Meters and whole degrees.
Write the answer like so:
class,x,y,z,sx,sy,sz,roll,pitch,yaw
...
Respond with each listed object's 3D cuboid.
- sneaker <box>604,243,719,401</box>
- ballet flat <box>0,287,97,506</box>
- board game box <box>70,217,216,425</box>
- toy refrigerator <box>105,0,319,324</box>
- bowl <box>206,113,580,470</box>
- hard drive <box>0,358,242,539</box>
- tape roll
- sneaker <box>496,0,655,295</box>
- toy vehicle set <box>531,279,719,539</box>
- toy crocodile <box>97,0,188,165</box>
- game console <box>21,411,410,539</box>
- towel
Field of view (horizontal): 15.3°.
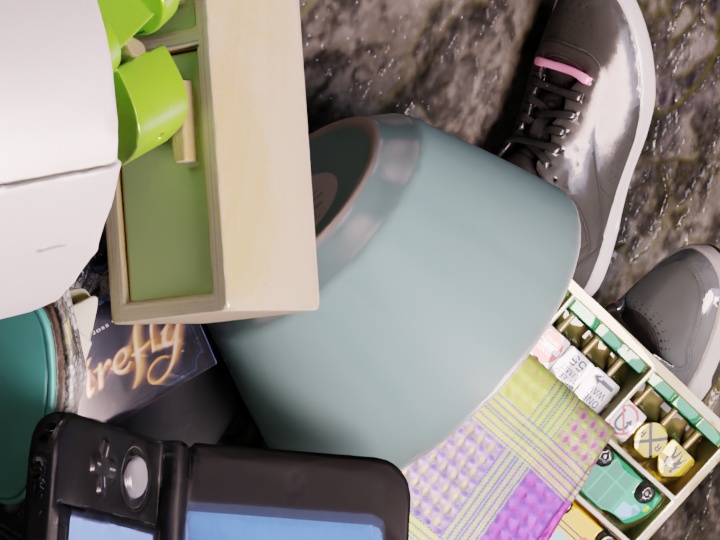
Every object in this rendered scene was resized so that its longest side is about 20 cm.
class,x,y,z,sx,sy,sz,roll,pitch,yaw
sneaker,0.117,0.062,1.497,0.121,0.084,0.200,4,130,-44
ballet flat,-0.147,0.002,1.182,0.072,0.072,0.200,-17,104,-38
board game box,-0.176,0.030,1.222,0.200,0.035,0.136,-31,109,-27
toy refrigerator,-0.075,-0.078,1.225,0.070,0.076,0.200,1,85,-49
bowl,0.000,0.000,1.322,0.105,0.201,0.201,45,74,-24
hard drive,-0.151,0.108,1.317,0.140,0.033,0.200,40,79,-45
tape roll,-0.183,-0.072,1.084,0.071,0.202,0.203,-13,117,-40
sneaker,0.098,-0.066,1.454,0.099,0.071,0.200,-16,122,-45
toy vehicle set,0.093,0.071,1.435,0.200,0.027,0.124,42,89,-21
toy crocodile,-0.144,-0.134,1.160,0.200,0.062,0.068,50,45,-12
game console,-0.064,0.170,1.165,0.176,0.116,0.200,30,61,-67
towel,0.030,0.123,1.384,0.144,0.023,0.200,41,77,-22
